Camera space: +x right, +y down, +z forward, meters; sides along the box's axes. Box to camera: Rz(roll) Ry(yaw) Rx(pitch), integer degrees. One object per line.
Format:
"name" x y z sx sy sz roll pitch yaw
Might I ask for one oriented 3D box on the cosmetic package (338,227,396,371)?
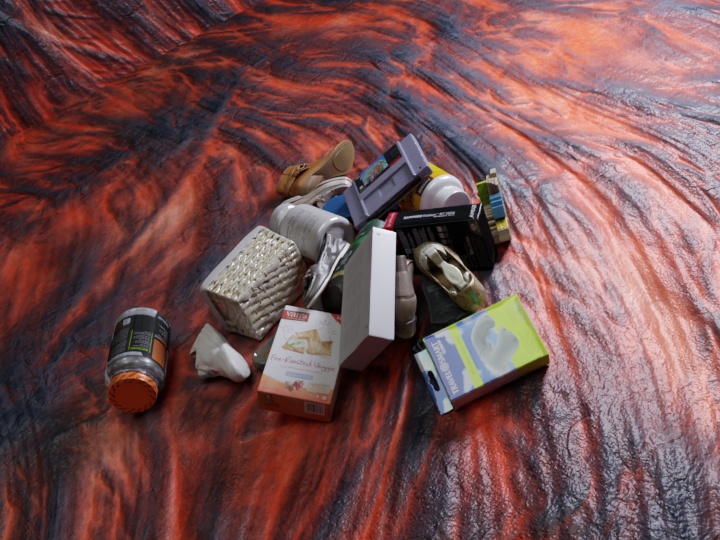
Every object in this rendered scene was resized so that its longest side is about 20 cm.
"cosmetic package" 0.012 0.052 1.300 0.050 0.151 0.205 11 61 -15

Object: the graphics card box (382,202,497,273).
"graphics card box" 0.153 -0.058 1.428 0.196 0.127 0.051 -4 41 29

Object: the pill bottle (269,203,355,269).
"pill bottle" -0.112 -0.082 1.630 0.114 0.116 0.198 -43 39 -21

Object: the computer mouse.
"computer mouse" 0.159 0.070 1.346 0.135 0.053 0.204 -16 49 19

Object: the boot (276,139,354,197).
"boot" -0.113 -0.251 1.874 0.153 0.077 0.202 5 56 41

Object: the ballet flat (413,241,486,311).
"ballet flat" 0.151 -0.006 1.327 0.071 0.065 0.200 -44 45 -2

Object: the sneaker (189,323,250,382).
"sneaker" -0.285 0.186 1.482 0.089 0.075 0.199 -48 34 -6

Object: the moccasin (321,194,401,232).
"moccasin" 0.001 -0.120 1.646 0.196 0.069 0.082 6 57 37

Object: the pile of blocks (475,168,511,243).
"pile of blocks" 0.254 -0.128 1.482 0.061 0.083 0.203 -16 39 14

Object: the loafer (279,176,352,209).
"loafer" -0.103 -0.152 1.756 0.196 0.072 0.064 -21 53 19

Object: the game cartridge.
"game cartridge" 0.052 -0.186 1.565 0.199 0.038 0.131 -39 45 16

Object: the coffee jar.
"coffee jar" 0.000 0.000 1.476 0.104 0.085 0.202 -40 16 54

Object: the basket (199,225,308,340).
"basket" -0.212 0.029 1.553 0.122 0.137 0.201 19 56 39

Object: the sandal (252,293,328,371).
"sandal" -0.139 0.114 1.472 0.199 0.055 0.081 -38 39 -13

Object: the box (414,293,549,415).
"box" 0.193 0.137 1.217 0.196 0.048 0.124 -26 59 2

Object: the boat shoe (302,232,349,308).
"boat shoe" -0.082 -0.003 1.461 0.067 0.056 0.201 -52 6 41

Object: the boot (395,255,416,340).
"boot" 0.069 0.053 1.363 0.068 0.151 0.200 -4 -3 3

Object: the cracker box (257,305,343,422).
"cracker box" -0.097 0.163 1.348 0.130 0.059 0.203 9 45 5

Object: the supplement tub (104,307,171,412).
"supplement tub" -0.457 0.184 1.534 0.120 0.124 0.202 -21 37 8

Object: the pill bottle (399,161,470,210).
"pill bottle" 0.144 -0.163 1.568 0.108 0.111 0.200 -36 38 -11
